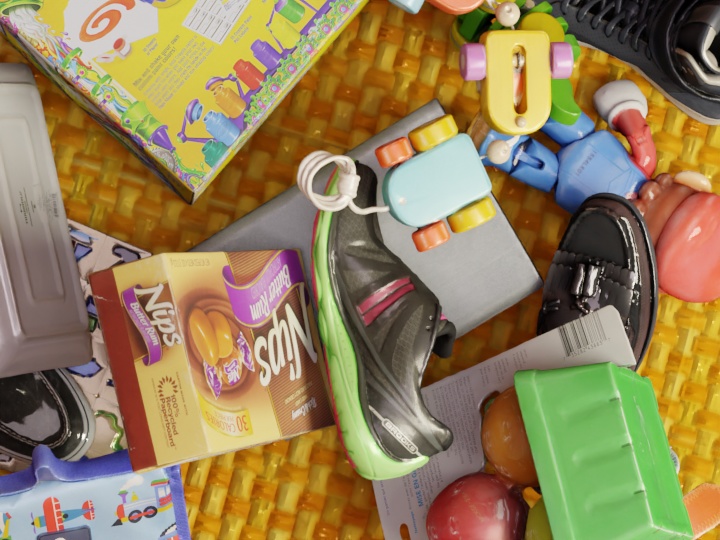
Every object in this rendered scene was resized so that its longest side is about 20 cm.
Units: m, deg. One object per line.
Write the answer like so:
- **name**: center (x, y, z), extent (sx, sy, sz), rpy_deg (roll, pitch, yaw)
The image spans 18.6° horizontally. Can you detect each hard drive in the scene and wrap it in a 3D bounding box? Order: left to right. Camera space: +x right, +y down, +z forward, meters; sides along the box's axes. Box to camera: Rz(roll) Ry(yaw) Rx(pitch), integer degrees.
- **hard drive**: center (0.000, 0.000, 1.426), extent (0.199, 0.033, 0.140), rpy_deg (-31, 92, 5)

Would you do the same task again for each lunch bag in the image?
- **lunch bag**: center (-0.176, 0.176, 1.335), extent (0.149, 0.094, 0.201), rpy_deg (-11, 133, -7)

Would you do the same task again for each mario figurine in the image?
- **mario figurine**: center (0.162, -0.047, 1.455), extent (0.199, 0.106, 0.124), rpy_deg (37, 121, 7)

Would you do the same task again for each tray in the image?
- **tray**: center (-0.216, -0.037, 1.383), extent (0.022, 0.107, 0.202), rpy_deg (-15, 86, 30)

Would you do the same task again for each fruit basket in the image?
- **fruit basket**: center (0.101, 0.143, 1.354), extent (0.199, 0.093, 0.187), rpy_deg (-29, 64, 32)

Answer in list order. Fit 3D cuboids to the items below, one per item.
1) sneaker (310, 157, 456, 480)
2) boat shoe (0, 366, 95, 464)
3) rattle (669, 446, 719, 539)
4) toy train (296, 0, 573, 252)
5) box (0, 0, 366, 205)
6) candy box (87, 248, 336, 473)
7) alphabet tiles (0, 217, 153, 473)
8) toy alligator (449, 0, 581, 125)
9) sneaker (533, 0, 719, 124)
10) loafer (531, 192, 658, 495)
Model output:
- **sneaker**: center (0.015, 0.029, 1.363), extent (0.083, 0.077, 0.202), rpy_deg (-9, 78, -3)
- **boat shoe**: center (-0.252, 0.053, 1.388), extent (0.200, 0.071, 0.072), rpy_deg (41, 84, -3)
- **rattle**: center (0.140, 0.207, 1.376), extent (0.199, 0.143, 0.131), rpy_deg (-27, 86, 18)
- **toy train**: center (0.043, -0.115, 1.345), extent (0.149, 0.056, 0.201), rpy_deg (25, 88, -10)
- **box**: center (-0.112, -0.182, 1.392), extent (0.192, 0.122, 0.200), rpy_deg (42, 85, -3)
- **candy box**: center (-0.083, 0.050, 1.310), extent (0.056, 0.200, 0.118), rpy_deg (-15, 85, 22)
- **alphabet tiles**: center (-0.196, 0.054, 1.433), extent (0.198, 0.008, 0.169), rpy_deg (22, 86, -5)
- **toy alligator**: center (0.081, -0.176, 1.408), extent (0.054, 0.059, 0.200), rpy_deg (-36, 77, -31)
- **sneaker**: center (0.184, -0.171, 1.414), extent (0.201, 0.146, 0.077), rpy_deg (30, 87, -3)
- **loafer**: center (0.143, 0.052, 1.403), extent (0.071, 0.063, 0.202), rpy_deg (17, 114, 24)
